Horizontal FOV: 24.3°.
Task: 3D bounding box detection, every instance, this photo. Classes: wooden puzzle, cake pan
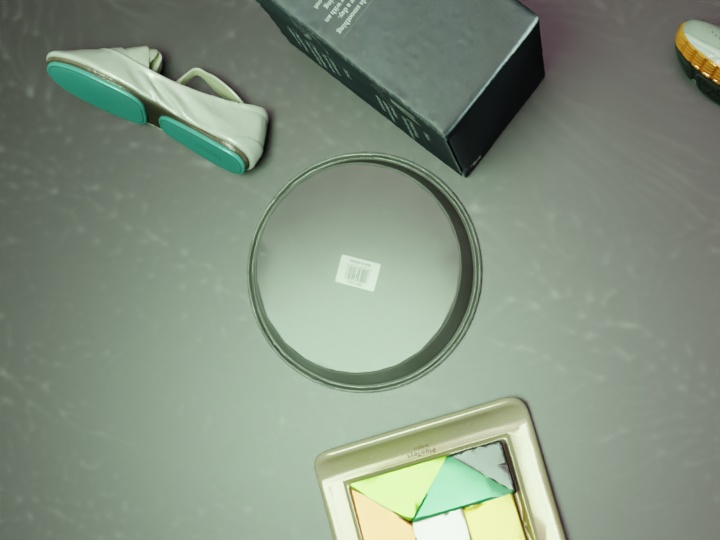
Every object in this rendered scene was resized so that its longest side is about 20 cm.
[{"bbox_3d":[0.072,0.221,1.354,0.184,0.037,0.201,-17,83,6],"label":"wooden puzzle"},{"bbox_3d":[0.000,0.000,1.382,0.199,0.037,0.202,-1,86,8],"label":"cake pan"}]

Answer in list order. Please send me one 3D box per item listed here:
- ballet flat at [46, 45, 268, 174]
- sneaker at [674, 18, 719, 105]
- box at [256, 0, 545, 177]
[{"bbox_3d":[-0.166,-0.149,1.412,0.199,0.069,0.070,26,90,5],"label":"ballet flat"},{"bbox_3d":[0.348,-0.160,1.333,0.199,0.076,0.092,28,82,2],"label":"sneaker"},{"bbox_3d":[0.033,-0.189,1.312,0.200,0.197,0.118,39,91,9],"label":"box"}]
